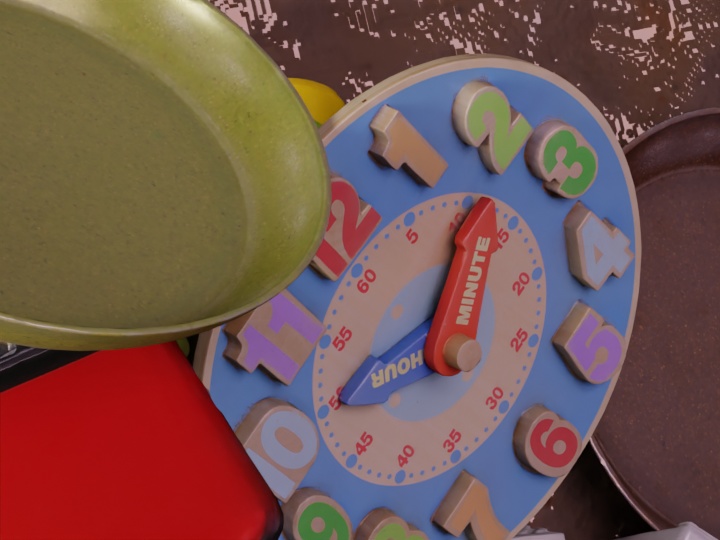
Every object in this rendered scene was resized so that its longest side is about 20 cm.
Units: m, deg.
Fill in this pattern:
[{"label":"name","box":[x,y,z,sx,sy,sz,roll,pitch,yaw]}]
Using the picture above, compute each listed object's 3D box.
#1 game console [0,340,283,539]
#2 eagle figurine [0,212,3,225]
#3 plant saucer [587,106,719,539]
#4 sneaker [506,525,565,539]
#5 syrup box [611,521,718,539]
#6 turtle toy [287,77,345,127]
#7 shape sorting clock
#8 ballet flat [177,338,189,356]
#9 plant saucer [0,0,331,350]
[{"label":"game console","box":[-0.135,0.096,0.834,0.199,0.173,0.119,-23,71,-12]},{"label":"eagle figurine","box":[-0.192,-0.018,0.898,0.199,0.151,0.152,33,60,10]},{"label":"plant saucer","box":[0.161,0.033,1.125,0.199,0.034,0.202,8,72,-25]},{"label":"sneaker","box":[-0.009,0.154,1.011,0.199,0.075,0.105,-9,94,-31]},{"label":"syrup box","box":[0.095,0.204,1.039,0.081,0.079,0.201,35,67,-13]},{"label":"turtle toy","box":[0.000,0.000,1.002,0.200,0.101,0.147,25,68,-44]},{"label":"shape sorting clock","box":[0.025,0.024,0.937,0.199,0.039,0.201,-15,116,-33]},{"label":"ballet flat","box":[-0.086,-0.007,1.019,0.072,0.068,0.201,38,61,-34]},{"label":"plant saucer","box":[-0.106,-0.041,0.830,0.199,0.031,0.201,17,37,-14]}]
